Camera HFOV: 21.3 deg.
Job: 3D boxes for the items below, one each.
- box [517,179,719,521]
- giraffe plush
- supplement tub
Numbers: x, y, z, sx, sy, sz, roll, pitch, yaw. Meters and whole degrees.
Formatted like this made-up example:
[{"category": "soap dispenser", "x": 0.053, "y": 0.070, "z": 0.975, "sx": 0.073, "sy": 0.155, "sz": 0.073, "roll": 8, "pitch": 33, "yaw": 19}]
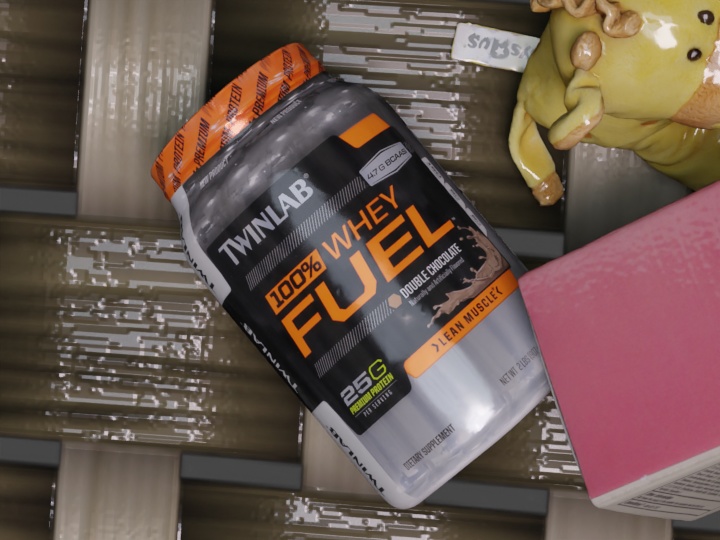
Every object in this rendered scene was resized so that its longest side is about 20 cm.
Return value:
[{"category": "box", "x": 0.189, "y": 0.020, "z": 0.820, "sx": 0.199, "sy": 0.128, "sz": 0.110, "roll": -26, "pitch": 69, "yaw": 23}, {"category": "giraffe plush", "x": 0.139, "y": -0.110, "z": 0.868, "sx": 0.198, "sy": 0.162, "sz": 0.175, "roll": -5, "pitch": 89, "yaw": 3}, {"category": "supplement tub", "x": 0.000, "y": 0.000, "z": 0.897, "sx": 0.122, "sy": 0.123, "sz": 0.200, "roll": -41, "pitch": 86, "yaw": 2}]
